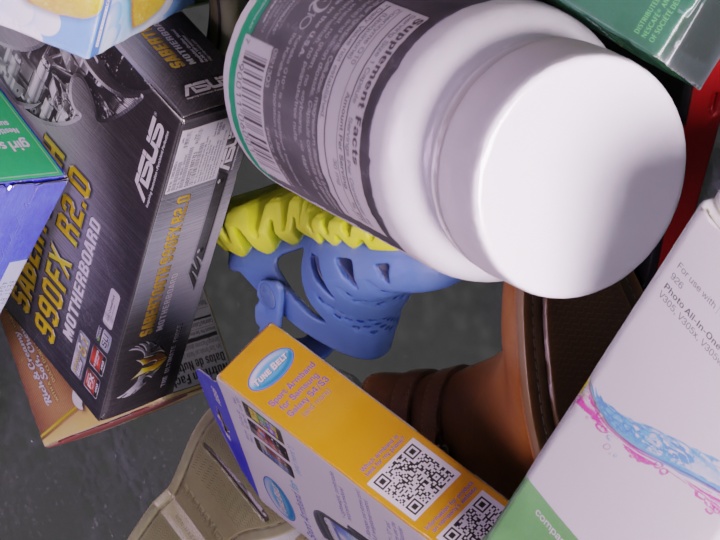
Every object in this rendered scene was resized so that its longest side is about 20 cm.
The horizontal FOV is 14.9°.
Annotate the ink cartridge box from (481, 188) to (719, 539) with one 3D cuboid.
[{"bbox_3d":[0.156,0.051,1.046,0.088,0.145,0.200,49,134,25],"label":"ink cartridge box"}]

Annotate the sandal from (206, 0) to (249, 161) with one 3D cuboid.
[{"bbox_3d":[-0.035,-0.118,1.268,0.057,0.080,0.201,28,131,14],"label":"sandal"}]

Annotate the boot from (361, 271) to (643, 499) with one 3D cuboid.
[{"bbox_3d":[0.060,0.057,1.212,0.155,0.077,0.200,17,131,50],"label":"boot"}]

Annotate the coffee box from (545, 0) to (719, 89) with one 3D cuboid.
[{"bbox_3d":[0.086,-0.170,1.087,0.200,0.044,0.123,34,95,35],"label":"coffee box"}]

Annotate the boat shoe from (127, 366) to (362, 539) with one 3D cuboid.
[{"bbox_3d":[-0.046,0.103,1.349,0.200,0.068,0.075,-44,73,44],"label":"boat shoe"}]

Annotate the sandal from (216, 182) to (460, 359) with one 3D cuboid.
[{"bbox_3d":[0.000,0.000,1.252,0.200,0.079,0.087,1,109,65],"label":"sandal"}]

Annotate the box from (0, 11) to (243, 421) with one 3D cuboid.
[{"bbox_3d":[-0.131,-0.052,1.307,0.158,0.048,0.200,47,138,27],"label":"box"}]

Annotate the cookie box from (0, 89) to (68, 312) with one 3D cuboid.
[{"bbox_3d":[-0.249,-0.050,1.335,0.200,0.075,0.171,50,128,25],"label":"cookie box"}]

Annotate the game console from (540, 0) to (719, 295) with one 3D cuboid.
[{"bbox_3d":[0.077,-0.107,1.175,0.200,0.031,0.177,37,134,35],"label":"game console"}]

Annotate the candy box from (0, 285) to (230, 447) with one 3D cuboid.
[{"bbox_3d":[-0.148,-0.018,1.430,0.115,0.055,0.200,-23,86,50],"label":"candy box"}]

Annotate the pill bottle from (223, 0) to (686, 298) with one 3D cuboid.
[{"bbox_3d":[0.035,-0.060,1.098,0.200,0.113,0.113,30,125,56],"label":"pill bottle"}]

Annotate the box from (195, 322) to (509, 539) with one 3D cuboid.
[{"bbox_3d":[0.013,0.103,1.188,0.200,0.041,0.119,38,160,27],"label":"box"}]

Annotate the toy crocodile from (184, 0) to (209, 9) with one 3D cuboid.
[{"bbox_3d":[-0.058,-0.205,1.252,0.062,0.067,0.200,41,128,35],"label":"toy crocodile"}]

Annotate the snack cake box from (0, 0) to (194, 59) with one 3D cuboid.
[{"bbox_3d":[-0.096,-0.202,1.158,0.067,0.115,0.200,23,114,14],"label":"snack cake box"}]
